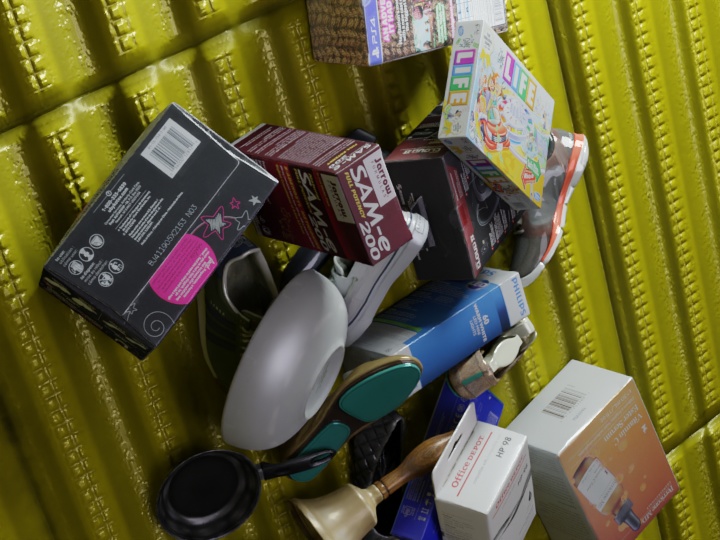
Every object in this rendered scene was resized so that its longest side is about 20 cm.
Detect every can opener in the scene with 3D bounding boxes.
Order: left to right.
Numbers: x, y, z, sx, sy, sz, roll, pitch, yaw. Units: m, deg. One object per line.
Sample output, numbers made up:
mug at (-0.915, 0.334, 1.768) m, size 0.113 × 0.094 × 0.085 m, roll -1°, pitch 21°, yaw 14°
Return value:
can opener at (-0.026, -0.055, 1.624) m, size 0.200 × 0.079 × 0.063 m, roll -58°, pitch 166°, yaw -10°

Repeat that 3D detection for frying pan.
frying pan at (-0.130, 0.210, 1.573) m, size 0.190 × 0.031 × 0.115 m, roll -38°, pitch 126°, yaw -4°

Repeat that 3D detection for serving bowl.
serving bowl at (-0.065, 0.101, 1.542) m, size 0.200 × 0.066 × 0.200 m, roll -58°, pitch 165°, yaw -26°

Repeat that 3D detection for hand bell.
hand bell at (0.029, 0.239, 1.665) m, size 0.200 × 0.104 × 0.104 m, roll -34°, pitch 120°, yaw -14°

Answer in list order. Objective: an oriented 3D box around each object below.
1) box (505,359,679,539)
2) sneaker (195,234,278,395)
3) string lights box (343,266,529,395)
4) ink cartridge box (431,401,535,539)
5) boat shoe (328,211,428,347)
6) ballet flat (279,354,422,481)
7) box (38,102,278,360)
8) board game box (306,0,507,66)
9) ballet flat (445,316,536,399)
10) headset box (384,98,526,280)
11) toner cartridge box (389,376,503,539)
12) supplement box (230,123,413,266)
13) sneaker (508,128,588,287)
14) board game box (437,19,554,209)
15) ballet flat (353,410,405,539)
box at (0.292, 0.242, 1.902) m, size 0.152 × 0.106 × 0.200 m, roll -43°, pitch 122°, yaw -24°
sneaker at (-0.119, 0.051, 1.542) m, size 0.067 × 0.090 × 0.200 m, roll -25°, pitch 114°, yaw -33°
string lights box at (0.083, 0.064, 1.698) m, size 0.200 × 0.103 × 0.059 m, roll -31°, pitch 115°, yaw -30°
ink cartridge box at (0.142, 0.256, 1.710) m, size 0.116 × 0.067 × 0.200 m, roll -57°, pitch 151°, yaw -33°
boat shoe at (0.000, 0.000, 1.605) m, size 0.067 × 0.074 × 0.200 m, roll 25°, pitch 127°, yaw -12°
ballet flat at (-0.018, 0.144, 1.611) m, size 0.200 × 0.063 × 0.069 m, roll -42°, pitch 126°, yaw 16°
box at (-0.194, -0.035, 1.424) m, size 0.132 × 0.115 × 0.200 m, roll 37°, pitch 73°, yaw -5°
board game box at (0.046, -0.315, 1.591) m, size 0.200 × 0.097 × 0.160 m, roll -19°, pitch 111°, yaw -34°
ballet flat at (0.166, 0.087, 1.744) m, size 0.068 × 0.067 × 0.200 m, roll 52°, pitch 36°, yaw -8°
headset box at (0.107, -0.091, 1.657) m, size 0.200 × 0.077 × 0.149 m, roll -49°, pitch 129°, yaw -48°
toner cartridge box at (0.103, 0.230, 1.757) m, size 0.095 × 0.043 × 0.200 m, roll 44°, pitch 63°, yaw -57°
supplement box at (-0.045, -0.078, 1.502) m, size 0.061 × 0.200 × 0.109 m, roll -37°, pitch 120°, yaw -27°
sneaker at (0.203, -0.080, 1.800) m, size 0.082 × 0.077 × 0.200 m, roll 21°, pitch 85°, yaw -13°
board game box at (0.150, -0.164, 1.622) m, size 0.200 × 0.034 × 0.135 m, roll 34°, pitch 60°, yaw -55°
ballet flat at (0.027, 0.250, 1.722) m, size 0.066 × 0.057 × 0.200 m, roll -21°, pitch 112°, yaw -38°
